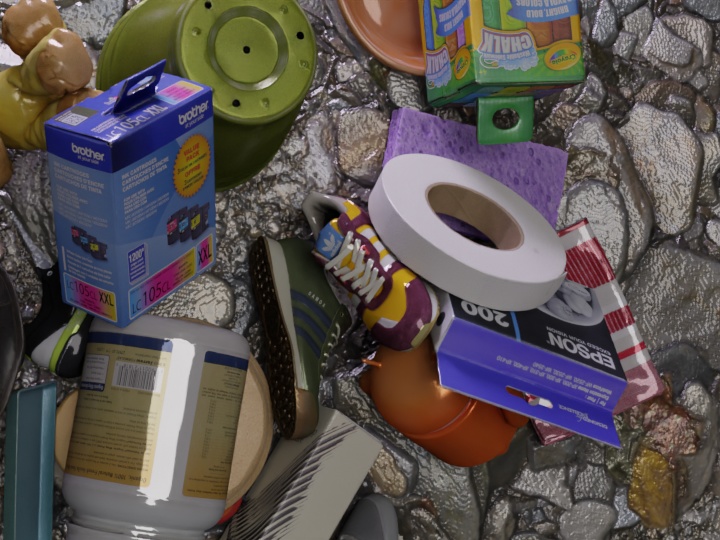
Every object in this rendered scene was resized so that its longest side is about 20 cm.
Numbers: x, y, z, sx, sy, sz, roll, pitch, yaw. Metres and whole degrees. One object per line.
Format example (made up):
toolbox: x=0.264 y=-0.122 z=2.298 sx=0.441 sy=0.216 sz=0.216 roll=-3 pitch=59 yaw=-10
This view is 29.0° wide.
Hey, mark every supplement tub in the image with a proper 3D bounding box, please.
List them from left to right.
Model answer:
supplement tub: x=-0.179 y=0.145 z=1.208 sx=0.143 sy=0.144 sz=0.203 roll=12 pitch=82 yaw=-19

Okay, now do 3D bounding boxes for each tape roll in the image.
tape roll: x=0.103 y=-0.038 z=1.333 sx=0.201 sy=0.204 sz=0.037 roll=18 pitch=121 yaw=-19

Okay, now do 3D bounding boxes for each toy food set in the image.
toy food set: x=-0.175 y=0.146 z=1.313 sx=0.197 sy=0.049 sz=0.201 roll=40 pitch=73 yaw=-14

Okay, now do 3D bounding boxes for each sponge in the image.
sponge: x=0.117 y=-0.092 z=1.450 sx=0.198 sy=0.030 sz=0.113 roll=13 pitch=83 yaw=-20

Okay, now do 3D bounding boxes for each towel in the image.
towel: x=0.214 y=0.065 z=1.452 sx=0.143 sy=0.023 sz=0.202 roll=-25 pitch=95 yaw=2

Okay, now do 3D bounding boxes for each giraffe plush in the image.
giraffe plush: x=-0.314 y=-0.135 z=1.219 sx=0.161 sy=0.200 sz=0.174 roll=-28 pitch=119 yaw=-14

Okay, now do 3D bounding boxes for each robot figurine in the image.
robot figurine: x=0.084 y=0.118 z=1.348 sx=0.117 sy=0.144 sz=0.200 roll=-48 pitch=140 yaw=3

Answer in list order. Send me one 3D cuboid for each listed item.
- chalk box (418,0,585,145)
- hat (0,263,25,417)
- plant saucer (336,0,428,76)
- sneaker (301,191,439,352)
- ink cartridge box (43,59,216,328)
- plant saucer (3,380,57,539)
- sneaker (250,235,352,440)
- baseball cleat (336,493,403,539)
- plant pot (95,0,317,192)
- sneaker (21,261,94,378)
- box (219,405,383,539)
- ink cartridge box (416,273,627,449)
chalk box: x=0.138 y=-0.228 z=1.380 sx=0.123 sy=0.124 sz=0.203 roll=-6 pitch=88 yaw=-20
hat: x=-0.351 y=0.075 z=1.227 sx=0.081 sy=0.198 sz=0.204 roll=14 pitch=75 yaw=-64
plant saucer: x=0.061 y=-0.299 z=1.441 sx=0.198 sy=0.037 sz=0.203 roll=1 pitch=86 yaw=-20
sneaker: x=0.000 y=0.000 z=1.294 sx=0.090 sy=0.200 sz=0.075 roll=29 pitch=106 yaw=-36
ink cartridge box: x=-0.187 y=-0.076 z=1.152 sx=0.136 sy=0.076 sz=0.202 roll=-40 pitch=138 yaw=-48
plant saucer: x=-0.297 y=0.202 z=1.244 sx=0.019 sy=0.070 sz=0.203 roll=3 pitch=94 yaw=16
sneaker: x=-0.045 y=0.060 z=1.341 sx=0.089 sy=0.067 sz=0.203 roll=-1 pitch=68 yaw=-27
baseball cleat: x=-0.025 y=0.307 z=1.334 sx=0.106 sy=0.069 sz=0.202 roll=25 pitch=76 yaw=-44
plant pot: x=-0.129 y=-0.183 z=1.277 sx=0.198 sy=0.193 sz=0.203 roll=2 pitch=85 yaw=-20
sneaker: x=-0.257 y=0.001 z=1.279 sx=0.082 sy=0.072 sz=0.202 roll=22 pitch=67 yaw=4
box: x=-0.067 y=0.229 z=1.326 sx=0.068 sy=0.082 sz=0.201 roll=38 pitch=73 yaw=-24
ink cartridge box: x=0.153 y=0.060 z=1.308 sx=0.196 sy=0.201 sz=0.044 roll=20 pitch=123 yaw=-20
